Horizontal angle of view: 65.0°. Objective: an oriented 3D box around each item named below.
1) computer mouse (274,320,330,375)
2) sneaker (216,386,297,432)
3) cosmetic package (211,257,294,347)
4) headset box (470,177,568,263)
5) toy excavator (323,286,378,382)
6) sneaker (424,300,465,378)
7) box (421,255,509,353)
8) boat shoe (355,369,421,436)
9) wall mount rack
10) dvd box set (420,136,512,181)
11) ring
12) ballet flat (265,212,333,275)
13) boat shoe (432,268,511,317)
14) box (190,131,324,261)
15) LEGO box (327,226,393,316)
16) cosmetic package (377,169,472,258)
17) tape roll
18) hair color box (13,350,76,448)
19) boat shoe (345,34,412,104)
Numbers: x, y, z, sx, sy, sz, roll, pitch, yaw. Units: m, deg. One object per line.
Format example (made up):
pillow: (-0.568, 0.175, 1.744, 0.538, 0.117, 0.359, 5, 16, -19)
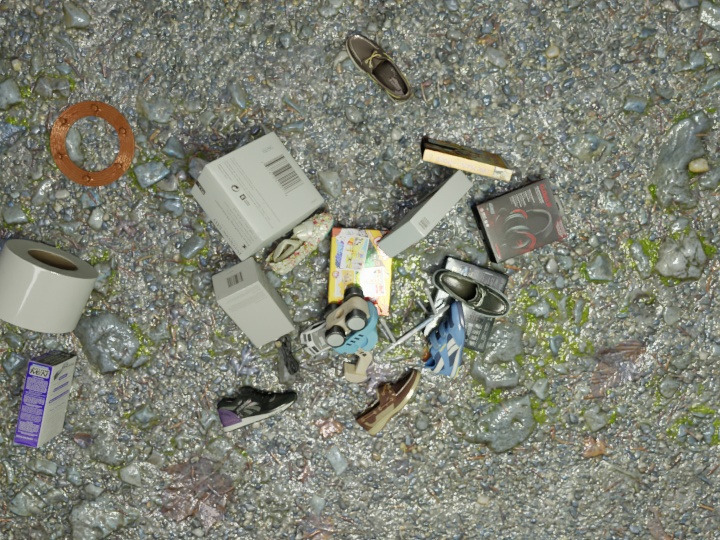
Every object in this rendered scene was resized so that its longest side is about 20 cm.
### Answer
computer mouse: (-0.105, 0.168, 1.377, 0.199, 0.044, 0.110, -24, 101, 3)
sneaker: (-0.255, 0.320, 1.376, 0.199, 0.076, 0.088, -21, 89, 1)
cosmetic package: (-0.242, 0.078, 1.292, 0.107, 0.085, 0.200, -25, 139, 0)
headset box: (0.383, -0.121, 1.341, 0.199, 0.075, 0.149, -21, 95, 1)
toy excavator: (-0.008, 0.165, 1.307, 0.194, 0.100, 0.200, -39, 122, 21)
sneaker: (0.199, 0.162, 1.315, 0.082, 0.074, 0.201, 8, 114, 4)
box: (0.252, 0.082, 1.370, 0.157, 0.051, 0.201, 16, 96, -3)
boat shoe: (0.066, 0.310, 1.381, 0.072, 0.072, 0.200, 40, 100, -5)
wall mount rack: (0.106, 0.108, 1.266, 0.200, 0.174, 0.075, -35, 85, -6)
dvd box set: (0.237, -0.257, 1.292, 0.199, 0.146, 0.030, 14, 115, -1)
ring: (-0.636, -0.300, 1.338, 0.199, 0.019, 0.202, 0, 96, -1)
ballet flat: (-0.145, -0.065, 1.315, 0.200, 0.076, 0.064, -45, 137, 19)
boat shoe: (0.258, 0.059, 1.306, 0.199, 0.071, 0.072, 22, 95, -3)
box: (-0.227, -0.165, 1.254, 0.200, 0.131, 0.199, -39, 93, -36)
LEGO box: (0.000, 0.000, 1.346, 0.148, 0.077, 0.201, 3, 95, -1)
cosmetic package: (0.143, -0.124, 1.258, 0.052, 0.151, 0.200, 46, 59, -3)
tape roll: (-0.719, 0.035, 1.277, 0.202, 0.203, 0.140, 26, 94, -3)
hair color box: (-0.749, 0.303, 1.347, 0.064, 0.109, 0.201, 15, 95, -1)
boat shoe: (0.044, -0.472, 1.311, 0.072, 0.060, 0.200, -42, 95, 4)
